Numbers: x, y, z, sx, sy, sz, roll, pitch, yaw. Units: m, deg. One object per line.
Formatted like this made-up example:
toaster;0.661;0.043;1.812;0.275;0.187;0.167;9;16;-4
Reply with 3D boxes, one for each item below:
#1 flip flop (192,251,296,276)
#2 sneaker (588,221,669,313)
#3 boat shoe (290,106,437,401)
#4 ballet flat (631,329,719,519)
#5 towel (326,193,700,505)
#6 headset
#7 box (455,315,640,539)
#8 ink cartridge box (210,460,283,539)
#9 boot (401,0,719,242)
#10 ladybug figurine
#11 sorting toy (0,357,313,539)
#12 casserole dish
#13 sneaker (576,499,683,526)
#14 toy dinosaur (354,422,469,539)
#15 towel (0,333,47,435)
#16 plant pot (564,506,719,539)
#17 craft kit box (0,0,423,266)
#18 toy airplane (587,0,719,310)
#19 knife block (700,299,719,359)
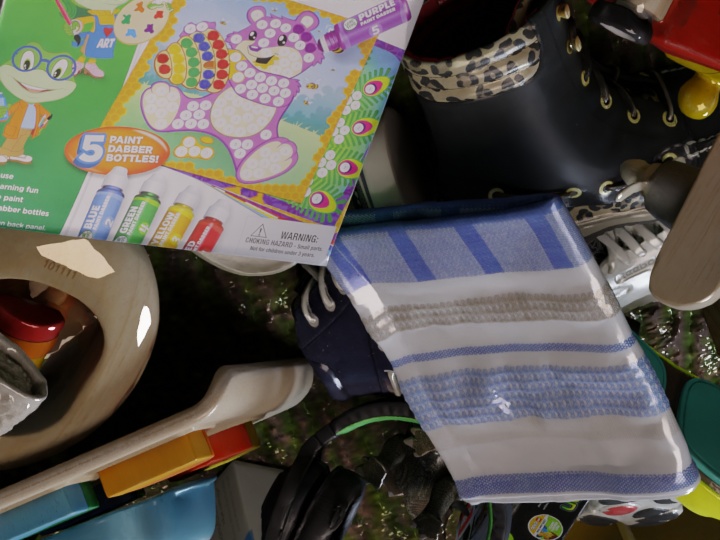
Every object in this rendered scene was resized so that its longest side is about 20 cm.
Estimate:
flip flop;-0.067;-0.057;1.257;0.081;0.058;0.200;-15;142;-3
sneaker;0.151;-0.021;1.354;0.200;0.077;0.080;-33;162;18
boat shoe;0.000;0.000;1.347;0.093;0.075;0.200;-9;134;13
ballet flat;0.149;0.078;1.347;0.200;0.067;0.067;38;136;-15
towel;0.074;0.045;1.288;0.147;0.024;0.200;-4;130;33
headset;-0.010;0.159;1.400;0.200;0.124;0.094;-44;175;11
box;0.102;0.124;1.498;0.035;0.110;0.200;22;131;-5
ink cartridge box;-0.090;0.222;1.549;0.067;0.116;0.200;14;133;-33
boot;0.120;-0.093;1.274;0.203;0.074;0.154;-24;136;-2
ladybug figurine;-0.176;0.024;1.296;0.136;0.072;0.200;22;130;-21
sorting toy;-0.127;0.109;1.390;0.200;0.037;0.185;-28;173;12
casserole dish;-0.164;0.164;1.434;0.200;0.039;0.121;-22;176;18
sneaker;0.162;0.096;1.482;0.080;0.084;0.200;0;167;-12
toy dinosaur;0.057;0.088;1.471;0.077;0.102;0.200;32;121;1
towel;-0.264;0.033;1.247;0.200;0.035;0.132;38;129;-16
plant pot;0.200;0.265;1.665;0.200;0.196;0.194;7;137;-41
craft kit box;-0.078;-0.104;1.163;0.200;0.049;0.198;6;117;-27
toy airplane;0.201;-0.102;1.203;0.200;0.200;0.141;-19;180;1
knife block;0.260;0.092;1.471;0.064;0.176;0.200;-24;142;11
